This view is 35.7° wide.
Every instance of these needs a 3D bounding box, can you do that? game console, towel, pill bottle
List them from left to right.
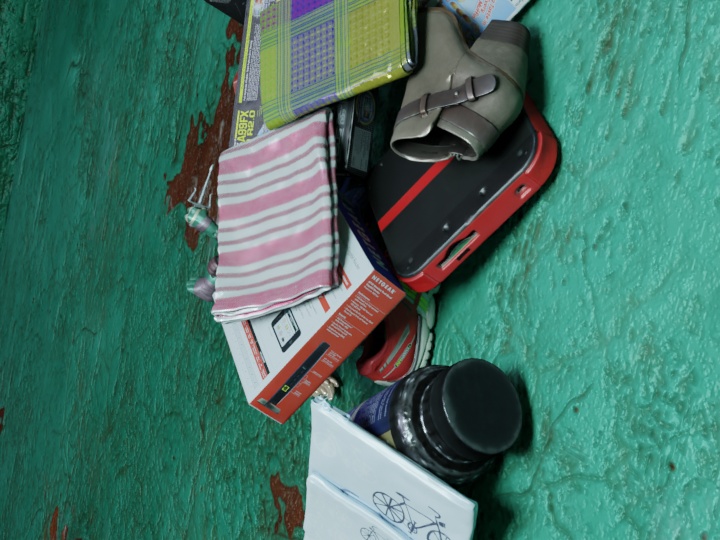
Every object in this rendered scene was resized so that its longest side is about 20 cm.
[{"bbox_3d":[-0.086,-0.056,1.102,0.145,0.030,0.202,-18,61,31],"label":"towel"},{"bbox_3d":[-0.023,-0.227,1.093,0.199,0.023,0.145,-17,67,38],"label":"towel"},{"bbox_3d":[0.056,0.153,1.027,0.200,0.111,0.113,-39,50,51],"label":"pill bottle"},{"bbox_3d":[0.090,-0.095,1.066,0.200,0.031,0.178,-44,39,24],"label":"game console"}]

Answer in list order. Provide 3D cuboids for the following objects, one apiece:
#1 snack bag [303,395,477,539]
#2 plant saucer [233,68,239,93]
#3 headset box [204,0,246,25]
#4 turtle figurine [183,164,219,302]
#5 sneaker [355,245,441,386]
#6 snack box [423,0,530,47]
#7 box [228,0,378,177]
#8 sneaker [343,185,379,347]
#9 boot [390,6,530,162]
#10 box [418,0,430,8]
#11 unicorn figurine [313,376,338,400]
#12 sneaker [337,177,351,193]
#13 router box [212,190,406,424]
[{"bbox_3d":[0.021,0.229,1.012,0.188,0.021,0.201,31,136,26],"label":"snack bag"},{"bbox_3d":[-0.087,-0.310,1.402,0.199,0.036,0.201,-13,51,61],"label":"plant saucer"},{"bbox_3d":[-0.117,-0.445,1.476,0.148,0.077,0.202,-24,43,56],"label":"headset box"},{"bbox_3d":[-0.154,-0.055,1.438,0.101,0.149,0.201,52,131,32],"label":"turtle figurine"},{"bbox_3d":[0.033,0.015,1.129,0.077,0.084,0.203,-8,76,59],"label":"sneaker"},{"bbox_3d":[0.112,-0.257,1.073,0.024,0.072,0.200,-47,3,-41],"label":"snack box"},{"bbox_3d":[-0.056,-0.201,1.171,0.159,0.044,0.203,4,86,34],"label":"box"},{"bbox_3d":[0.000,0.000,1.218,0.075,0.077,0.202,65,-150,-62],"label":"sneaker"},{"bbox_3d":[0.066,-0.169,1.042,0.199,0.070,0.147,7,60,43],"label":"boot"},{"bbox_3d":[0.089,-0.348,1.167,0.136,0.037,0.202,-39,50,51],"label":"box"},{"bbox_3d":[-0.080,0.054,1.317,0.137,0.073,0.203,-20,68,60],"label":"unicorn figurine"},{"bbox_3d":[-0.060,-0.092,1.281,0.066,0.078,0.202,-42,26,60],"label":"sneaker"},{"bbox_3d":[-0.059,0.025,1.125,0.180,0.049,0.200,-46,33,12],"label":"router box"}]
